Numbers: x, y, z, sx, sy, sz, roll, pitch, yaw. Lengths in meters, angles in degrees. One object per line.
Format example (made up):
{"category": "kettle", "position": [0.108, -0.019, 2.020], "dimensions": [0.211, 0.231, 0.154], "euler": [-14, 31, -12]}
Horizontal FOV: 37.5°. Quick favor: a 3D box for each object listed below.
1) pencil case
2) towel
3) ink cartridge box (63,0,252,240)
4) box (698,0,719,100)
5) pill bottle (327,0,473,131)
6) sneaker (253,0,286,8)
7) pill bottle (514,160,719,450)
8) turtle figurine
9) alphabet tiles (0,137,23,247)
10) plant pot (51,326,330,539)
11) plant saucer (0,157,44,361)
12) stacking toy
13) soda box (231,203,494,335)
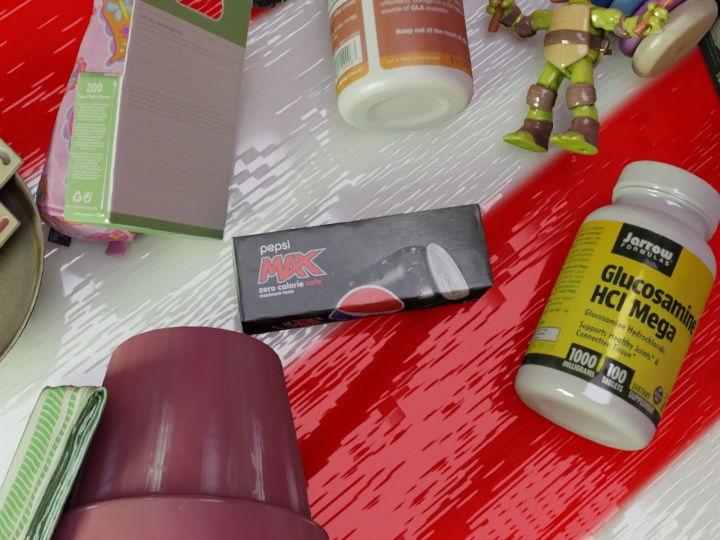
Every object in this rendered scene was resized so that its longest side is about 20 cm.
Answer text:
{"category": "pencil case", "position": [-0.193, -0.118, 0.830], "dimensions": [0.086, 0.088, 0.204], "euler": [12, 78, -2]}
{"category": "towel", "position": [-0.222, 0.148, 0.710], "dimensions": [0.023, 0.199, 0.155], "euler": [25, 76, -18]}
{"category": "ink cartridge box", "position": [-0.144, -0.129, 0.782], "dimensions": [0.047, 0.145, 0.205], "euler": [5, 89, 27]}
{"category": "box", "position": [0.346, -0.194, 0.861], "dimensions": [0.077, 0.141, 0.204], "euler": [-16, 80, -8]}
{"category": "pill bottle", "position": [0.027, -0.225, 0.855], "dimensions": [0.110, 0.112, 0.204], "euler": [-4, 78, -6]}
{"category": "sneaker", "position": [-0.061, -0.316, 0.898], "dimensions": [0.072, 0.072, 0.203], "euler": [16, 82, 39]}
{"category": "pill bottle", "position": [0.204, 0.024, 0.815], "dimensions": [0.111, 0.113, 0.203], "euler": [25, 77, 1]}
{"category": "turtle figurine", "position": [0.164, -0.181, 0.872], "dimensions": [0.197, 0.064, 0.165], "euler": [11, 87, 33]}
{"category": "alphabet tiles", "position": [-0.348, -0.036, 0.792], "dimensions": [0.166, 0.006, 0.201], "euler": [40, 87, 20]}
{"category": "plant pot", "position": [-0.117, 0.147, 0.730], "dimensions": [0.196, 0.201, 0.182], "euler": [1, 62, -5]}
{"category": "plant saucer", "position": [-0.320, 0.003, 0.794], "dimensions": [0.196, 0.032, 0.205], "euler": [-3, 76, 12]}
{"category": "stacking toy", "position": [0.210, -0.264, 0.904], "dimensions": [0.085, 0.086, 0.201], "euler": [-34, 75, -11]}
{"category": "soda box", "position": [0.000, 0.000, 0.828], "dimensions": [0.196, 0.063, 0.072], "euler": [-9, 78, -6]}
